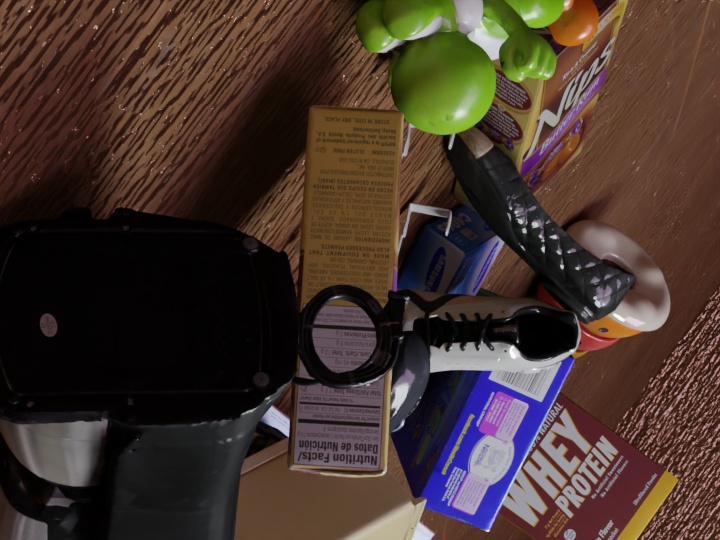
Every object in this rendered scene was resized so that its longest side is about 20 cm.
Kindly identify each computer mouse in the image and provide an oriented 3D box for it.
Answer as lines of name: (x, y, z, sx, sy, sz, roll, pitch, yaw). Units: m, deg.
computer mouse: (0.014, 0.136, 1.137, 0.059, 0.034, 0.200, -40, 149, -63)

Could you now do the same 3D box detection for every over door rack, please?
over door rack: (0.000, 0.000, 1.079, 0.200, 0.067, 0.148, -62, 167, -21)

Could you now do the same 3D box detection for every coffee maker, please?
coffee maker: (-0.095, 0.079, 0.755, 0.200, 0.192, 0.135, 105, 5, -56)

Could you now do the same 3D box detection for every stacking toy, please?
stacking toy: (0.233, 0.054, 1.696, 0.200, 0.146, 0.146, -48, 169, 36)

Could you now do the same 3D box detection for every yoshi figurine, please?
yoshi figurine: (0.067, -0.134, 0.920, 0.200, 0.112, 0.112, -23, 148, -55)

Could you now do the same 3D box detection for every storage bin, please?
storage bin: (-0.074, 0.228, 1.044, 0.200, 0.094, 0.199, -23, 142, -40)

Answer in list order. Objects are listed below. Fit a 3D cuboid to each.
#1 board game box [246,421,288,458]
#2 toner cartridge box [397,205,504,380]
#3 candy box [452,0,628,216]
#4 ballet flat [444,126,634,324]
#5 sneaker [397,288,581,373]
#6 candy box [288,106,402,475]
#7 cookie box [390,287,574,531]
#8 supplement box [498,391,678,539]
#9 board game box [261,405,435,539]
board game box: (-0.122, 0.154, 1.036, 0.136, 0.035, 0.200, -54, 154, -1)
toner cartridge box: (0.053, 0.040, 1.305, 0.095, 0.043, 0.200, -30, 151, -55)
candy box: (0.138, -0.135, 1.185, 0.117, 0.056, 0.200, -44, 158, -28)
ballet flat: (0.134, -0.041, 1.171, 0.057, 0.200, 0.066, -45, -159, -8)
sneaker: (0.079, 0.046, 1.191, 0.080, 0.200, 0.074, 154, -67, -73)
candy box: (-0.008, 0.017, 0.879, 0.117, 0.056, 0.200, 94, 0, -83)
cookie box: (0.103, 0.114, 1.357, 0.200, 0.075, 0.171, -114, -132, -77)
supplement box: (0.187, 0.195, 1.575, 0.133, 0.197, 0.200, -54, -174, 0)
board game box: (-0.038, 0.193, 1.184, 0.200, 0.019, 0.103, 42, 81, -30)
